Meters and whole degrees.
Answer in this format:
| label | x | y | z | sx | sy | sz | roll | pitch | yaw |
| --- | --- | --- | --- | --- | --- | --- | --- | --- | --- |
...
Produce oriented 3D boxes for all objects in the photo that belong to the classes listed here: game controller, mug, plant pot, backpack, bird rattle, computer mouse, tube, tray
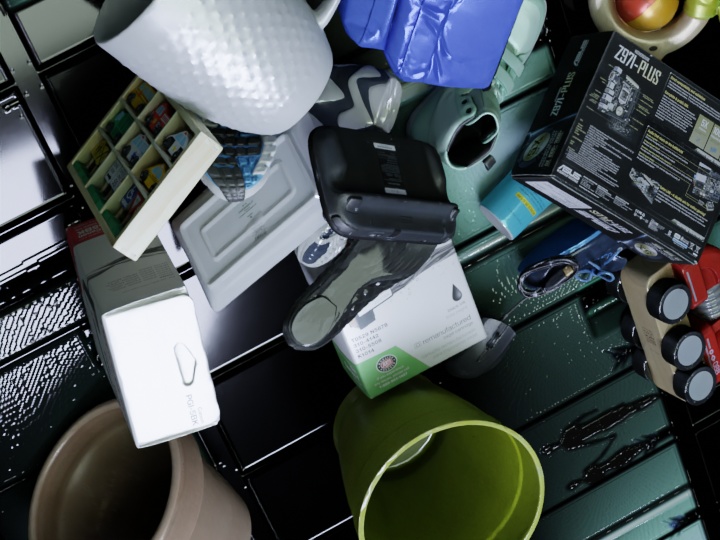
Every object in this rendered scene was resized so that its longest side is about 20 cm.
| label | x | y | z | sx | sy | sz | roll | pitch | yaw |
| --- | --- | --- | --- | --- | --- | --- | --- | --- | --- |
| game controller | 0.022 | -0.078 | 1.473 | 0.042 | 0.105 | 0.199 | -31 | 161 | 30 |
| mug | -0.099 | -0.221 | 1.375 | 0.175 | 0.148 | 0.200 | 36 | 107 | -27 |
| plant pot | 0.061 | 0.201 | 1.675 | 0.199 | 0.193 | 0.202 | -8 | 115 | -17 |
| backpack | 0.055 | -0.289 | 1.446 | 0.167 | 0.201 | 0.163 | 9 | 131 | -20 |
| bird rattle | 0.301 | -0.291 | 1.607 | 0.199 | 0.113 | 0.163 | 33 | 115 | -27 |
| computer mouse | 0.158 | 0.053 | 1.697 | 0.058 | 0.034 | 0.200 | 29 | 124 | -21 |
| tube | 0.210 | -0.119 | 1.678 | 0.200 | 0.050 | 0.077 | -45 | 120 | -4 |
| tray | -0.101 | -0.056 | 1.508 | 0.200 | 0.108 | 0.022 | -38 | 161 | 31 |
| plant pot | -0.204 | 0.251 | 1.613 | 0.200 | 0.200 | 0.174 | -49 | 137 | 5 |

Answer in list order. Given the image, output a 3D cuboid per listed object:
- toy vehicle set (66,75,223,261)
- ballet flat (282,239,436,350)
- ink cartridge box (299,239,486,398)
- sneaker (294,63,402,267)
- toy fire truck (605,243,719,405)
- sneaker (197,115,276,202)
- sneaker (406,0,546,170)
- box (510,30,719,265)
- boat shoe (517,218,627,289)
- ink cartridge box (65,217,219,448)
| label | x | y | z | sx | sy | sz | roll | pitch | yaw |
| --- | --- | --- | --- | --- | --- | --- | --- | --- | --- |
| toy vehicle set | -0.196 | -0.100 | 1.436 | 0.026 | 0.200 | 0.124 | 35 | 97 | -31 |
| ballet flat | 0.000 | 0.000 | 1.556 | 0.200 | 0.057 | 0.067 | -40 | 102 | -8 |
| ink cartridge box | 0.024 | 0.005 | 1.635 | 0.145 | 0.084 | 0.201 | -28 | 120 | -8 |
| sneaker | -0.053 | -0.111 | 1.534 | 0.200 | 0.129 | 0.079 | -71 | 161 | -1 |
| toy fire truck | 0.400 | 0.031 | 1.784 | 0.199 | 0.128 | 0.177 | -34 | 121 | -18 |
| sneaker | -0.123 | -0.104 | 1.469 | 0.074 | 0.200 | 0.087 | 4 | 121 | -13 |
| sneaker | 0.134 | -0.184 | 1.574 | 0.074 | 0.118 | 0.201 | 31 | 98 | -28 |
| box | 0.277 | -0.122 | 1.634 | 0.199 | 0.086 | 0.165 | 28 | 82 | -23 |
| boat shoe | 0.265 | -0.026 | 1.715 | 0.199 | 0.084 | 0.069 | -28 | 109 | -5 |
| ink cartridge box | -0.206 | 0.049 | 1.498 | 0.082 | 0.200 | 0.148 | -17 | 118 | -12 |
